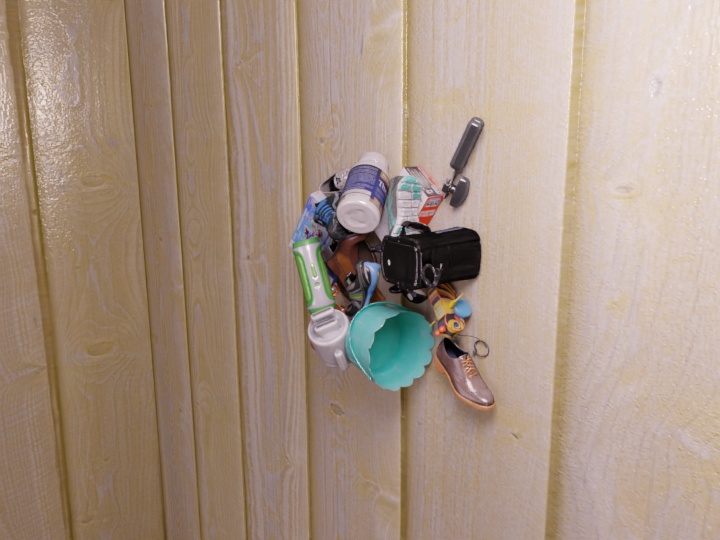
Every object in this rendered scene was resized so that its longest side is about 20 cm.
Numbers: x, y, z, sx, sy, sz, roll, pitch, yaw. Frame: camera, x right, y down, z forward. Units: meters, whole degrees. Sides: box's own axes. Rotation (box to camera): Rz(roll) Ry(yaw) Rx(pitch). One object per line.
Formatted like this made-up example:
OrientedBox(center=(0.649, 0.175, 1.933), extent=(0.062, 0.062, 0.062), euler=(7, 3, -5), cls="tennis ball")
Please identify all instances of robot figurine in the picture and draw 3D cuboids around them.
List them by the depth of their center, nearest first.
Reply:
OrientedBox(center=(-0.070, 0.182, 1.655), extent=(0.201, 0.112, 0.171), euler=(69, -178, -49), cls="robot figurine")

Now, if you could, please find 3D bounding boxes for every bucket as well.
OrientedBox(center=(0.067, 0.183, 1.576), extent=(0.134, 0.205, 0.210), euler=(16, 110, 55), cls="bucket")

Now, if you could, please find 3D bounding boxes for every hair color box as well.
OrientedBox(center=(0.115, -0.143, 1.547), extent=(0.111, 0.063, 0.201), euler=(55, 138, 29), cls="hair color box")

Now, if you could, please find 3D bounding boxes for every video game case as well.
OrientedBox(center=(-0.100, -0.089, 1.763), extent=(0.181, 0.045, 0.201), euler=(42, 131, 16), cls="video game case")

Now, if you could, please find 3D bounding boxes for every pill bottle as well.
OrientedBox(center=(0.014, -0.199, 1.562), extent=(0.111, 0.110, 0.202), euler=(-44, 23, 47), cls="pill bottle")

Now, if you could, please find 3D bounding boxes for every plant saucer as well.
OrientedBox(center=(-0.009, -0.008, 1.764), extent=(0.199, 0.032, 0.203), euler=(17, 112, 50), cls="plant saucer")

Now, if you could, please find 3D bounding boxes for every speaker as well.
OrientedBox(center=(-0.128, 0.015, 1.729), extent=(0.088, 0.088, 0.203), euler=(-12, 93, 53), cls="speaker")

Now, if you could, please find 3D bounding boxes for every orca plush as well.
OrientedBox(center=(0.084, 0.021, 1.564), extent=(0.200, 0.105, 0.071), euler=(46, 104, 18), cls="orca plush")

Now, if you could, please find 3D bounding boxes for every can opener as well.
OrientedBox(center=(0.230, -0.240, 1.396), extent=(0.066, 0.053, 0.202), euler=(23, 123, 9), cls="can opener")

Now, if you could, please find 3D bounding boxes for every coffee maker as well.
OrientedBox(center=(0.172, -0.019, 1.386), extent=(0.192, 0.198, 0.136), euler=(46, 133, 40), cls="coffee maker")

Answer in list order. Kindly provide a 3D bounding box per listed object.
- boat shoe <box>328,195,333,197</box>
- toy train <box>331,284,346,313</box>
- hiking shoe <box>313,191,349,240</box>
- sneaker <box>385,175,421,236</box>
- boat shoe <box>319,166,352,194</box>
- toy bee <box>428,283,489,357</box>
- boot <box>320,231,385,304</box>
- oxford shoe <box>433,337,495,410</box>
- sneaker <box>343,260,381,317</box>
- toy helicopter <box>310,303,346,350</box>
OrientedBox(center=(-0.025, -0.174, 1.720), extent=(0.198, 0.072, 0.073), euler=(2, 98, 46), cls="boat shoe")
OrientedBox(center=(-0.091, 0.072, 1.868), extent=(0.150, 0.055, 0.203), euler=(-144, 36, -73), cls="toy train")
OrientedBox(center=(-0.078, -0.128, 1.613), extent=(0.201, 0.086, 0.075), euler=(-91, -20, -61), cls="hiking shoe")
OrientedBox(center=(0.094, -0.130, 1.484), extent=(0.091, 0.077, 0.203), euler=(-141, 54, -59), cls="sneaker")
OrientedBox(center=(-0.043, -0.248, 1.727), extent=(0.199, 0.065, 0.073), euler=(-6, 93, 52), cls="boat shoe")
OrientedBox(center=(0.208, 0.106, 1.444), extent=(0.200, 0.108, 0.132), euler=(45, 129, 37), cls="toy bee")
OrientedBox(center=(0.000, 0.000, 1.653), extent=(0.187, 0.068, 0.201), euler=(-31, 93, 39), cls="boot")
OrientedBox(center=(0.240, 0.238, 1.451), extent=(0.200, 0.071, 0.074), euler=(46, 143, 37), cls="oxford shoe")
OrientedBox(center=(-0.005, 0.043, 1.606), extent=(0.082, 0.071, 0.201), euler=(22, 137, 2), cls="sneaker")
OrientedBox(center=(-0.040, 0.177, 1.773), extent=(0.198, 0.079, 0.134), euler=(18, 112, 13), cls="toy helicopter")
